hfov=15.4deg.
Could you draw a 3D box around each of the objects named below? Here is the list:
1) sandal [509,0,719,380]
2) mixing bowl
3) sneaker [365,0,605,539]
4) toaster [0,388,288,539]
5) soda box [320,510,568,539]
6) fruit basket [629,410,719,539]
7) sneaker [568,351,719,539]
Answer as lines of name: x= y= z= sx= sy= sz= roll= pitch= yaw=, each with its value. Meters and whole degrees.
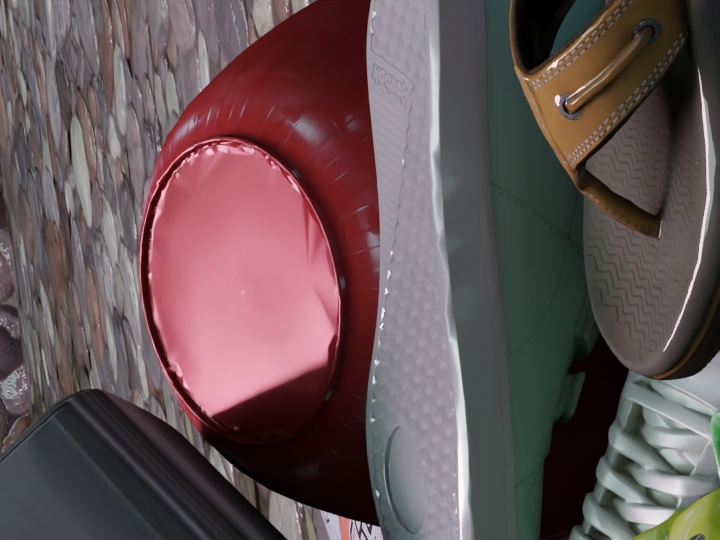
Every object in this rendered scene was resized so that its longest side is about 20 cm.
sandal: x=0.065 y=-0.066 z=0.643 sx=0.082 sy=0.054 sz=0.201 roll=-118 pitch=24 yaw=-52
mixing bowl: x=0.000 y=0.000 z=0.848 sx=0.199 sy=0.108 sz=0.202 roll=13 pitch=108 yaw=46
sneaker: x=0.066 y=0.010 z=0.748 sx=0.074 sy=0.117 sz=0.202 roll=177 pitch=94 yaw=-67
toaster: x=-0.077 y=0.142 z=0.810 sx=0.119 sy=0.200 sz=0.181 roll=45 pitch=178 yaw=18
soda box: x=0.040 y=0.091 z=1.012 sx=0.200 sy=0.068 sz=0.064 roll=125 pitch=129 yaw=-70
fruit basket: x=0.075 y=0.084 z=0.589 sx=0.185 sy=0.199 sz=0.094 roll=-160 pitch=61 yaw=-76
sneaker: x=0.091 y=0.070 z=0.718 sx=0.076 sy=0.080 sz=0.201 roll=30 pitch=125 yaw=46
